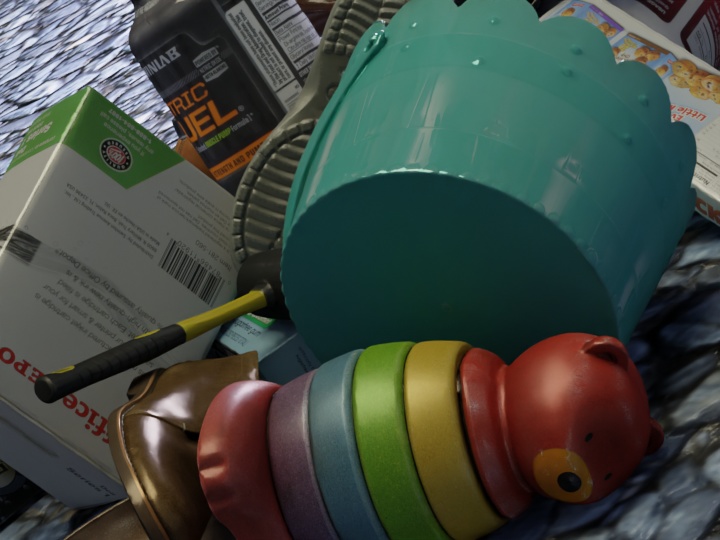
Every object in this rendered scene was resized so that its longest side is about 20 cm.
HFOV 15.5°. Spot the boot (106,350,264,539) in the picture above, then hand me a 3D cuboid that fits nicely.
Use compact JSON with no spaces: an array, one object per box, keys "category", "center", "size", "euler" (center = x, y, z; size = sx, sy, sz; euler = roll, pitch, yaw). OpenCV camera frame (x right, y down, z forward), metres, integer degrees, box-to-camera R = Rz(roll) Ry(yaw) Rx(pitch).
[{"category":"boot","center":[-0.084,0.089,1.379],"size":[0.075,0.074,0.200],"euler":[-21,18,8]}]

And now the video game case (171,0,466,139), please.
[{"category":"video game case","center":[-0.022,-0.143,1.775],"size":[0.199,0.019,0.143],"euler":[-21,9,11]}]

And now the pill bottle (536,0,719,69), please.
[{"category":"pill bottle","center":[0.162,-0.140,1.602],"size":[0.113,0.113,0.200],"euler":[-15,24,38]}]

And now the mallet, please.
[{"category":"mallet","center":[-0.089,0.032,1.452],"size":[0.066,0.041,0.200],"euler":[-6,14,44]}]

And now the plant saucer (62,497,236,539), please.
[{"category":"plant saucer","center":[-0.115,0.171,1.366],"size":[0.200,0.032,0.200],"euler":[-27,19,10]}]

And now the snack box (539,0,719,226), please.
[{"category":"snack box","center":[0.167,-0.088,1.450],"size":[0.072,0.024,0.200],"euler":[-38,52,-19]}]

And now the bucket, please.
[{"category":"bucket","center":[0.061,-0.023,1.338],"size":[0.206,0.207,0.135],"euler":[-17,32,34]}]

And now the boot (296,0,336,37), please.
[{"category":"boot","center":[0.062,-0.197,1.972],"size":[0.199,0.065,0.186],"euler":[6,17,40]}]

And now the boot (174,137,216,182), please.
[{"category":"boot","center":[-0.032,-0.103,1.852],"size":[0.199,0.077,0.155],"euler":[-19,11,-8]}]

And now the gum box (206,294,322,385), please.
[{"category":"gum box","center":[0.000,0.000,1.598],"size":[0.200,0.045,0.170],"euler":[-36,19,-12]}]

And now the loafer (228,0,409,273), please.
[{"category":"loafer","center":[-0.012,-0.076,1.574],"size":[0.201,0.075,0.070],"euler":[-62,-12,-3]}]

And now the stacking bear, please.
[{"category":"stacking bear","center":[0.041,0.084,1.252],"size":[0.199,0.122,0.114],"euler":[-14,31,17]}]

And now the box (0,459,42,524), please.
[{"category":"box","center":[-0.316,0.141,1.650],"size":[0.164,0.086,0.200],"euler":[-41,22,-26]}]

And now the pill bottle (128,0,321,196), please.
[{"category":"pill bottle","center":[-0.075,-0.127,1.657],"size":[0.106,0.200,0.106],"euler":[-33,5,4]}]

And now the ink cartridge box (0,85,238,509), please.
[{"category":"ink cartridge box","center":[-0.163,0.019,1.552],"size":[0.084,0.146,0.201],"euler":[-20,38,53]}]

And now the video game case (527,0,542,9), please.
[{"category":"video game case","center":[0.088,-0.160,1.598],"size":[0.181,0.025,0.200],"euler":[-51,3,-4]}]
